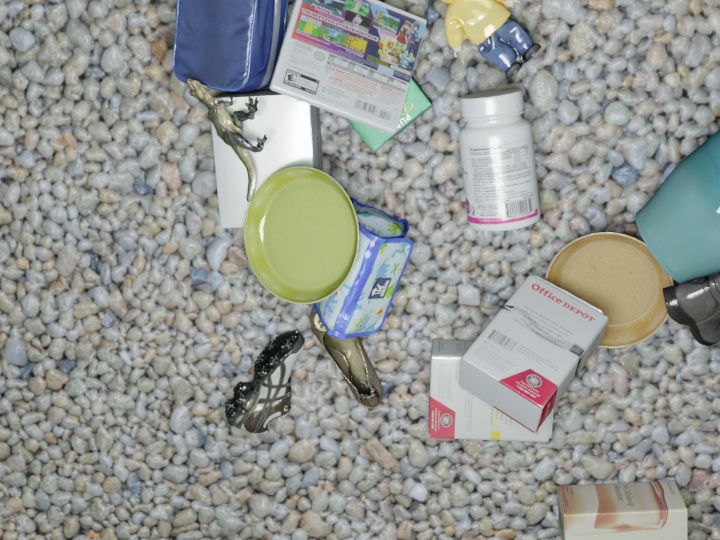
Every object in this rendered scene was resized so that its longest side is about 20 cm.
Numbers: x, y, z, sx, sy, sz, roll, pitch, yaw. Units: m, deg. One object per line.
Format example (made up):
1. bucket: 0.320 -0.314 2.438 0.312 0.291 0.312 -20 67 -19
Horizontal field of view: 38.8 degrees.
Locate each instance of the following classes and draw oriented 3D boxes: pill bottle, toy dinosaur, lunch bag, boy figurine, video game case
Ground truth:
1. pill bottle: 0.209 -0.169 1.555 0.112 0.113 0.202 -6 104 6
2. toy dinosaur: -0.178 -0.202 1.492 0.088 0.047 0.201 -14 109 40
3. lunch bag: 0.000 0.000 1.572 0.127 0.200 0.171 21 105 -1
4. boy figurine: 0.174 -0.377 1.529 0.200 0.064 0.124 43 104 -6
5. lunch bag: -0.189 -0.371 1.526 0.135 0.132 0.202 14 107 17
6. video game case: -0.016 -0.320 1.510 0.199 0.023 0.184 18 82 -14

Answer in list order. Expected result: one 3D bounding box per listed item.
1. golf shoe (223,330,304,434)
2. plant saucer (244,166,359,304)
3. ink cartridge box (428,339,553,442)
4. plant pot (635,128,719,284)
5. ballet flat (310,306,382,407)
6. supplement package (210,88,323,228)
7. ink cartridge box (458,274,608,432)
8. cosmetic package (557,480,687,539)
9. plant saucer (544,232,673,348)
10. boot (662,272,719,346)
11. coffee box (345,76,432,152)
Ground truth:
1. golf shoe: -0.141 0.189 1.708 0.094 0.078 0.200 32 107 -22
2. plant saucer: -0.082 -0.052 1.505 0.199 0.031 0.202 3 95 29
3. ink cartridge box: 0.212 0.196 1.667 0.198 0.083 0.146 2 106 4
4. plant pot: 0.522 -0.084 1.521 0.188 0.200 0.200 -36 100 27
5. ballet flat: -0.022 0.142 1.690 0.067 0.046 0.201 -26 101 10
6. supplement package: -0.141 -0.176 1.582 0.154 0.111 0.202 -2 104 5
7. ink cartridge box: 0.265 0.123 1.566 0.145 0.200 0.084 31 149 23
8. cosmetic package: 0.433 0.414 1.700 0.198 0.103 0.088 -4 106 4
9. plant saucer: 0.392 0.026 1.614 0.199 0.035 0.202 8 117 15
10. boot: 0.555 0.054 1.544 0.131 0.199 0.070 -23 63 32
11. coffee box: 0.005 -0.296 1.573 0.123 0.044 0.200 -39 98 11
